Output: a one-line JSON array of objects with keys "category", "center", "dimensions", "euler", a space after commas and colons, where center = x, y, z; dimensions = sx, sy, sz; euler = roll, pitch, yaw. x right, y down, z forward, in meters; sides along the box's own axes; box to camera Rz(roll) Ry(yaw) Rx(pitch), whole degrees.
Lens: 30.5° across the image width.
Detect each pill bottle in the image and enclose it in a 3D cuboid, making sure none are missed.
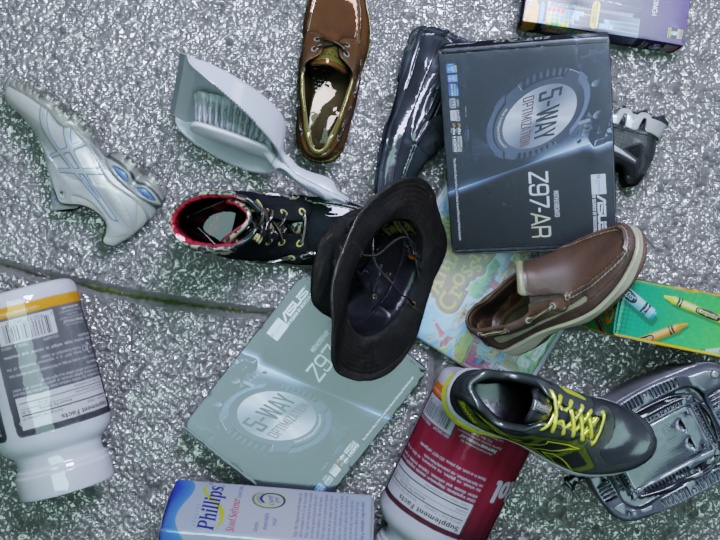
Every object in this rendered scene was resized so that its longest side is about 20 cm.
[{"category": "pill bottle", "center": [-0.311, 0.116, 1.292], "dimensions": [0.116, 0.116, 0.201], "euler": [-14, 91, 0]}, {"category": "pill bottle", "center": [0.089, 0.205, 1.289], "dimensions": [0.113, 0.113, 0.201], "euler": [25, 99, 0]}]

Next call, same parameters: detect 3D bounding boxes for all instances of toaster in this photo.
[{"category": "toaster", "center": [0.280, 0.166, 1.285], "dimensions": [0.199, 0.129, 0.114], "euler": [-29, 89, 0]}]

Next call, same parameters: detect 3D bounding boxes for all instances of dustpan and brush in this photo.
[{"category": "dustpan and brush", "center": [-0.097, -0.123, 1.283], "dimensions": [0.199, 0.140, 0.057], "euler": [21, 67, -5]}]

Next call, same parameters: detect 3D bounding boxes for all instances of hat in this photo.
[{"category": "hat", "center": [0.000, 0.000, 1.263], "dimensions": [0.081, 0.200, 0.202], "euler": [18, 90, 30]}]

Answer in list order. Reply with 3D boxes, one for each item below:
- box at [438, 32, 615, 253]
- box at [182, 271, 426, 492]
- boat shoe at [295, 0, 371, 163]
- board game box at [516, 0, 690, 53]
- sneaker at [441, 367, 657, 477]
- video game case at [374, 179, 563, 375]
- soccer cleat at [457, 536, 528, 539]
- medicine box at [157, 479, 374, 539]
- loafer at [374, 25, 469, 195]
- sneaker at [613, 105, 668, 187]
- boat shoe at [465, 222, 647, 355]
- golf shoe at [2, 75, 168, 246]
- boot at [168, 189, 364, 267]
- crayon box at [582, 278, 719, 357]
[{"category": "box", "center": [0.161, -0.120, 1.263], "dimensions": [0.159, 0.044, 0.201], "euler": [-2, 106, 10]}, {"category": "box", "center": [-0.055, 0.127, 1.327], "dimensions": [0.160, 0.044, 0.200], "euler": [39, 90, -1]}, {"category": "boat shoe", "center": [-0.026, -0.207, 1.315], "dimensions": [0.072, 0.068, 0.201], "euler": [3, 90, 0]}, {"category": "board game box", "center": [0.253, -0.330, 1.322], "dimensions": [0.164, 0.057, 0.201], "euler": [8, 90, 1]}, {"category": "sneaker", "center": [0.171, 0.137, 1.179], "dimensions": [0.199, 0.085, 0.075], "euler": [14, 80, 0]}, {"category": "video game case", "center": [0.137, 0.000, 1.339], "dimensions": [0.182, 0.022, 0.201], "euler": [32, 90, 0]}, {"category": "soccer cleat", "center": [0.143, 0.303, 1.258], "dimensions": [0.069, 0.200, 0.085], "euler": [-50, 57, 13]}, {"category": "medicine box", "center": [-0.092, 0.312, 1.274], "dimensions": [0.199, 0.103, 0.183], "euler": [4, 108, -1]}, {"category": "loafer", "center": [0.061, -0.144, 1.315], "dimensions": [0.070, 0.068, 0.202], "euler": [14, 86, 8]}, {"category": "sneaker", "center": [0.202, -0.132, 1.317], "dimensions": [0.199, 0.066, 0.091], "euler": [14, 88, -2]}, {"category": "boat shoe", "center": [0.176, 0.018, 1.236], "dimensions": [0.075, 0.202, 0.075], "euler": [21, 45, -30]}, {"category": "golf shoe", "center": [-0.292, -0.108, 1.314], "dimensions": [0.200, 0.078, 0.097], "euler": [41, 96, 1]}, {"category": "boot", "center": [-0.084, -0.040, 1.272], "dimensions": [0.202, 0.154, 0.074], "euler": [2, 90, -1]}, {"category": "crayon box", "center": [0.326, 0.050, 1.281], "dimensions": [0.199, 0.119, 0.059], "euler": [11, 91, -7]}]
